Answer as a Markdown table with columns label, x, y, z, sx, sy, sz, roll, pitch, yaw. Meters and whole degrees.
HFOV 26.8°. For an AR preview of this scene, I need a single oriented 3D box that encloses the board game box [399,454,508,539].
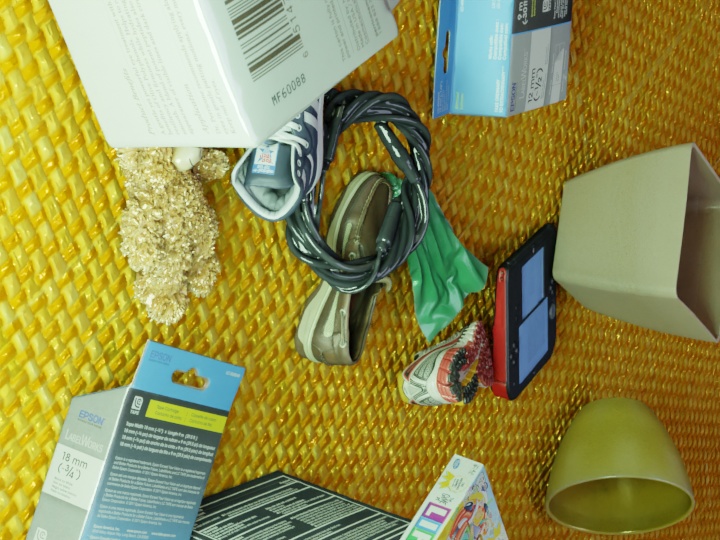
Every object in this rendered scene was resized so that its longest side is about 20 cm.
| label | x | y | z | sx | sy | sz | roll | pitch | yaw |
| --- | --- | --- | --- | --- | --- | --- | --- | --- | --- |
| board game box | 0.067 | 0.291 | 1.416 | 0.200 | 0.034 | 0.135 | -54 | 143 | -29 |

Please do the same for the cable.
| label | x | y | z | sx | sy | sz | roll | pitch | yaw |
| --- | --- | --- | --- | --- | --- | --- | --- | --- | --- |
| cable | 0.001 | -0.076 | 1.479 | 0.163 | 0.051 | 0.201 | 6 | 85 | -38 |

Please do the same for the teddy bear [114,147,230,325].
| label | x | y | z | sx | sy | sz | roll | pitch | yaw |
| --- | --- | --- | --- | --- | --- | --- | --- | --- | --- |
| teddy bear | -0.156 | -0.050 | 1.281 | 0.145 | 0.067 | 0.200 | -21 | 120 | -54 |

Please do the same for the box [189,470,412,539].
| label | x | y | z | sx | sy | sz | roll | pitch | yaw |
| --- | --- | --- | --- | --- | --- | --- | --- | --- | --- |
| box | -0.066 | 0.292 | 1.430 | 0.200 | 0.198 | 0.124 | -11 | 113 | -54 |

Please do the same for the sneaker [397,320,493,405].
| label | x | y | z | sx | sy | sz | roll | pitch | yaw |
| --- | --- | --- | --- | --- | --- | --- | --- | --- | --- |
| sneaker | 0.098 | 0.106 | 1.726 | 0.200 | 0.082 | 0.078 | -18 | 99 | -68 |

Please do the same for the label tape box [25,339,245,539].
| label | x | y | z | sx | sy | sz | roll | pitch | yaw |
| --- | --- | --- | --- | --- | --- | --- | --- | --- | --- |
| label tape box | -0.193 | 0.160 | 1.312 | 0.144 | 0.063 | 0.200 | 24 | 83 | -56 |

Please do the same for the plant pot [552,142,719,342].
| label | x | y | z | sx | sy | sz | roll | pitch | yaw |
| --- | --- | --- | --- | --- | --- | --- | --- | --- | --- |
| plant pot | 0.355 | -0.033 | 1.926 | 0.200 | 0.177 | 0.200 | 36 | 61 | -56 |

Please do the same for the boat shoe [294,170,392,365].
| label | x | y | z | sx | sy | sz | roll | pitch | yaw |
| --- | --- | --- | --- | --- | --- | --- | --- | --- | --- |
| boat shoe | 0.003 | 0.001 | 1.529 | 0.075 | 0.075 | 0.203 | 21 | 85 | -57 |

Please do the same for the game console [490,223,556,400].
| label | x | y | z | sx | sy | sz | roll | pitch | yaw |
| --- | --- | --- | --- | --- | --- | --- | --- | --- | --- |
| game console | 0.205 | 0.050 | 1.855 | 0.200 | 0.031 | 0.177 | -37 | 133 | -61 |

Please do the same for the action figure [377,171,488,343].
| label | x | y | z | sx | sy | sz | roll | pitch | yaw |
| --- | --- | --- | --- | --- | --- | --- | --- | --- | --- |
| action figure | 0.064 | -0.032 | 1.626 | 0.118 | 0.055 | 0.200 | -53 | 134 | -28 |

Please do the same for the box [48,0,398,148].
| label | x | y | z | sx | sy | sz | roll | pitch | yaw |
| --- | --- | --- | --- | --- | --- | --- | --- | --- | --- |
| box | -0.112 | -0.223 | 1.153 | 0.200 | 0.171 | 0.199 | -43 | 124 | -40 |

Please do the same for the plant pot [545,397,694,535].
| label | x | y | z | sx | sy | sz | roll | pitch | yaw |
| --- | --- | --- | --- | --- | --- | --- | --- | --- | --- |
| plant pot | 0.351 | 0.259 | 2.075 | 0.200 | 0.200 | 0.142 | 51 | 34 | -51 |

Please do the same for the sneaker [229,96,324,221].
| label | x | y | z | sx | sy | sz | roll | pitch | yaw |
| --- | --- | --- | --- | --- | --- | --- | --- | --- | --- |
| sneaker | -0.074 | -0.140 | 1.333 | 0.109 | 0.070 | 0.200 | -62 | 152 | -59 |

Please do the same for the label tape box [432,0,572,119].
| label | x | y | z | sx | sy | sz | roll | pitch | yaw |
| --- | --- | --- | --- | --- | --- | --- | --- | --- | --- |
| label tape box | 0.160 | -0.247 | 1.673 | 0.200 | 0.066 | 0.144 | -23 | 121 | -52 |

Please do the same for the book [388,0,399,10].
| label | x | y | z | sx | sy | sz | roll | pitch | yaw |
| --- | --- | --- | --- | --- | --- | --- | --- | --- | --- |
| book | -0.011 | -0.279 | 1.431 | 0.200 | 0.048 | 0.134 | -55 | 146 | -31 |
